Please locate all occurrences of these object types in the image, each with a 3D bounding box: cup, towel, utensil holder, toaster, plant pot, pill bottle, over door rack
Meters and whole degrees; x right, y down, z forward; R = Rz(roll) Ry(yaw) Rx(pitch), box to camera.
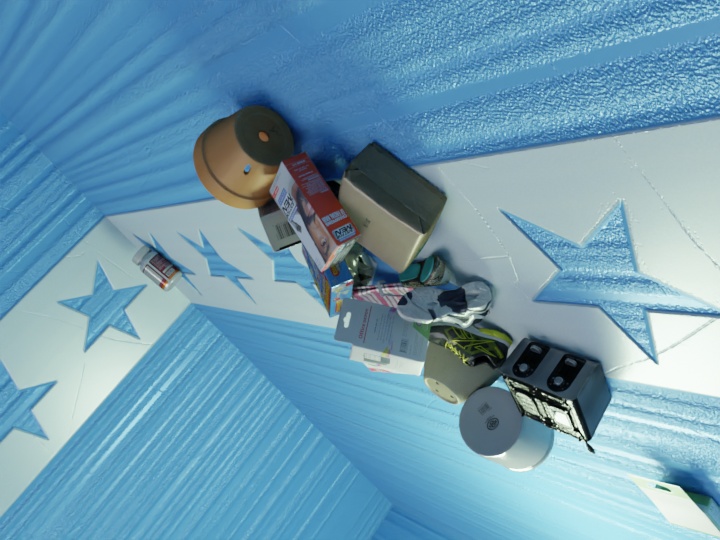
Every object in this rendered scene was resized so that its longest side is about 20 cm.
[{"bbox_3d":[0.229,0.231,1.710,0.199,0.144,0.201,33,157,16],"label":"cup"},{"bbox_3d":[0.076,0.087,1.745,0.198,0.030,0.147,-6,137,35],"label":"towel"},{"bbox_3d":[0.341,0.371,1.683,0.169,0.171,0.200,21,173,38],"label":"utensil holder"},{"bbox_3d":[0.408,0.250,1.488,0.180,0.119,0.201,19,151,43],"label":"toaster"},{"bbox_3d":[-0.229,-0.247,1.489,0.200,0.201,0.140,44,142,-11],"label":"plant pot"},{"bbox_3d":[-0.873,-0.011,3.088,0.199,0.110,0.110,40,159,0],"label":"pill bottle"},{"bbox_3d":[0.096,0.097,1.622,0.198,0.067,0.148,13,149,-23],"label":"over door rack"}]

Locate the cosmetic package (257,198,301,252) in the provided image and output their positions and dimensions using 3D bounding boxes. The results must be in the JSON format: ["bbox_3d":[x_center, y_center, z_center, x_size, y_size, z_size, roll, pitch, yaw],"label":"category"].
[{"bbox_3d":[-0.169,-0.125,1.592,0.200,0.102,0.088,-115,4,-65],"label":"cosmetic package"}]

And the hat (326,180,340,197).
[{"bbox_3d":[-0.068,-0.141,1.532,0.201,0.080,0.202,155,90,-82],"label":"hat"}]

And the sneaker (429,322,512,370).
[{"bbox_3d":[0.230,0.165,1.587,0.198,0.085,0.075,8,152,16],"label":"sneaker"}]

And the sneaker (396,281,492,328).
[{"bbox_3d":[0.184,0.085,1.516,0.197,0.080,0.130,-16,151,11],"label":"sneaker"}]

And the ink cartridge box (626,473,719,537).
[{"bbox_3d":[0.706,0.506,1.595,0.200,0.048,0.145,48,157,-18],"label":"ink cartridge box"}]

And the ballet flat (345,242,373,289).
[{"bbox_3d":[0.000,0.000,1.750,0.063,0.068,0.201,1,148,14],"label":"ballet flat"}]

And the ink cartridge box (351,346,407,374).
[{"bbox_3d":[0.073,0.199,1.837,0.144,0.086,0.200,2,157,17],"label":"ink cartridge box"}]

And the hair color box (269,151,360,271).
[{"bbox_3d":[-0.092,-0.113,1.395,0.201,0.064,0.111,55,148,12],"label":"hair color box"}]

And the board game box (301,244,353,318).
[{"bbox_3d":[-0.083,-0.013,1.742,0.200,0.055,0.197,98,150,-65],"label":"board game box"}]

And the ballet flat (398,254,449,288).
[{"bbox_3d":[0.148,0.009,1.537,0.075,0.069,0.200,22,168,-14],"label":"ballet flat"}]

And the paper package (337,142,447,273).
[{"bbox_3d":[0.052,-0.115,1.382,0.190,0.104,0.200,37,158,6],"label":"paper package"}]

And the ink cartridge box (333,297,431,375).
[{"bbox_3d":[0.045,0.140,1.548,0.198,0.118,0.068,14,145,1],"label":"ink cartridge box"}]
